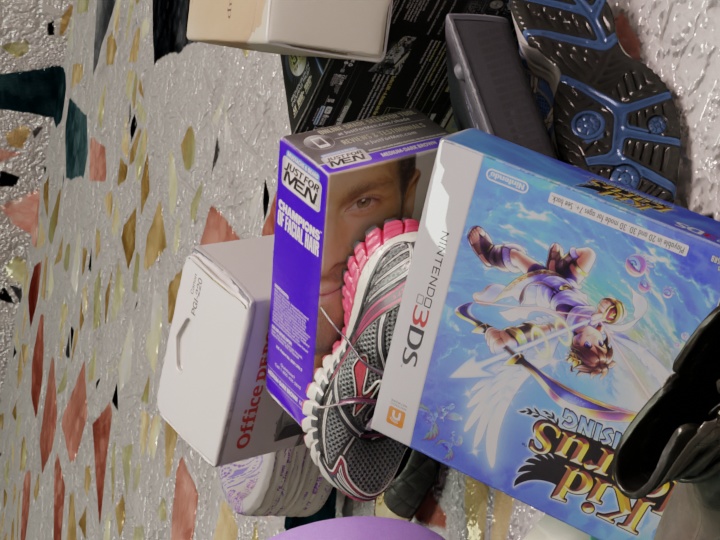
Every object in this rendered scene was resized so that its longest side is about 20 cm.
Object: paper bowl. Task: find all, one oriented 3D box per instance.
[{"bbox_3d":[-0.055,0.113,1.400,0.200,0.103,0.203,-176,90,-71],"label":"paper bowl"}]

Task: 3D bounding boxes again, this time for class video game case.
[{"bbox_3d":[0.115,0.042,0.878,0.199,0.045,0.183,23,114,25],"label":"video game case"}]

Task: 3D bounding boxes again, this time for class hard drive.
[{"bbox_3d":[0.091,-0.078,1.012,0.200,0.042,0.136,69,-177,-78],"label":"hard drive"}]

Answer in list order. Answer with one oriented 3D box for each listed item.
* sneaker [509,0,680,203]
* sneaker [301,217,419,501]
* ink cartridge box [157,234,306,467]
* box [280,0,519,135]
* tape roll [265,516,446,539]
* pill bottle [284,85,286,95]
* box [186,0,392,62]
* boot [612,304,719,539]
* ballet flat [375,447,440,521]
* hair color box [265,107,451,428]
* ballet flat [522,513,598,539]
[{"bbox_3d":[0.146,-0.096,0.986,0.077,0.075,0.201,76,-179,-56],"label":"sneaker"},{"bbox_3d":[0.016,0.069,1.048,0.075,0.080,0.201,46,134,46],"label":"sneaker"},{"bbox_3d":[-0.040,0.049,1.202,0.085,0.199,0.147,39,126,40],"label":"ink cartridge box"},{"bbox_3d":[0.052,-0.175,1.102,0.200,0.162,0.087,119,149,-49],"label":"box"},{"bbox_3d":[-0.014,0.260,1.118,0.066,0.198,0.201,-108,30,-46],"label":"tape roll"},{"bbox_3d":[0.007,-0.215,1.297,0.120,0.119,0.201,-104,28,-42],"label":"pill bottle"},{"bbox_3d":[-0.047,-0.186,1.027,0.200,0.077,0.096,-160,76,-69],"label":"box"},{"bbox_3d":[0.159,0.090,0.750,0.068,0.130,0.201,49,126,37],"label":"boot"},{"bbox_3d":[0.038,0.108,1.221,0.067,0.056,0.201,-123,42,-60],"label":"ballet flat"},{"bbox_3d":[0.000,0.000,1.088,0.065,0.109,0.201,38,134,45],"label":"hair color box"},{"bbox_3d":[0.122,0.194,0.952,0.067,0.070,0.202,-158,75,-69],"label":"ballet flat"}]
